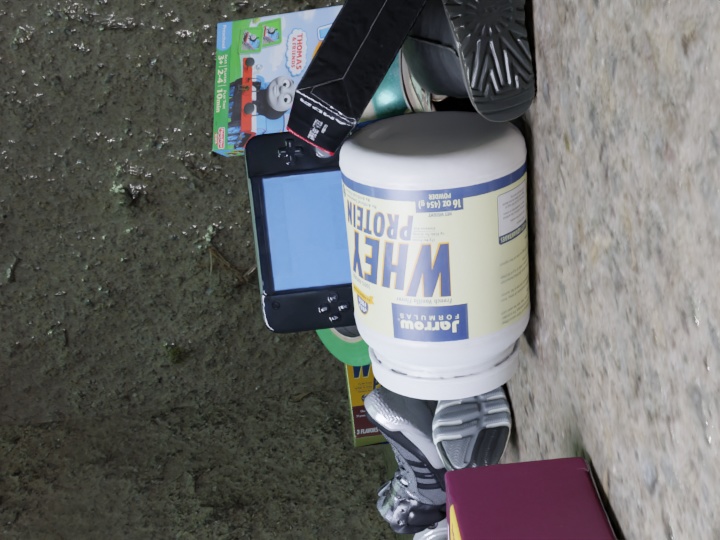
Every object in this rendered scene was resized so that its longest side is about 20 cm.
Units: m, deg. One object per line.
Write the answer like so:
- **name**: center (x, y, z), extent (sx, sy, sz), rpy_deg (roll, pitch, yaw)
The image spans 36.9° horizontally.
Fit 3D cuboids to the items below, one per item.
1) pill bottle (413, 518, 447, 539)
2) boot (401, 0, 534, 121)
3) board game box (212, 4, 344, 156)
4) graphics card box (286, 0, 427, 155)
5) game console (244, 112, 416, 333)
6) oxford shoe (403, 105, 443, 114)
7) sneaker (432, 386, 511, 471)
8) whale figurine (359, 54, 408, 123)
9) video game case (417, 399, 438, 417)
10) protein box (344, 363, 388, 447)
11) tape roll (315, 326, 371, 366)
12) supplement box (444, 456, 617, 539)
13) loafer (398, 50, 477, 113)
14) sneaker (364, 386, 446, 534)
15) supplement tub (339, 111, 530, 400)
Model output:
- **pill bottle**: center (0.108, 0.377, 1.223), extent (0.200, 0.104, 0.104), rpy_deg (-100, 4, -59)
- **boot**: center (0.075, -0.210, 0.842), extent (0.200, 0.072, 0.182), rpy_deg (-107, 11, -68)
- **board game box**: center (-0.070, -0.210, 1.197), extent (0.037, 0.200, 0.151), rpy_deg (14, -105, -64)
- **graphics card box**: center (-0.003, -0.157, 0.792), extent (0.126, 0.051, 0.200), rpy_deg (-60, 6, -2)
- **game console**: center (-0.019, -0.040, 1.025), extent (0.118, 0.170, 0.200), rpy_deg (-134, 38, -86)
- **oxford shoe**: center (0.089, -0.073, 1.059), extent (0.071, 0.071, 0.200), rpy_deg (-111, 3, -62)
- **sneaker**: center (0.113, 0.149, 1.080), extent (0.116, 0.075, 0.200), rpy_deg (76, -169, -45)
- **whale figurine**: center (0.062, -0.220, 1.119), extent (0.159, 0.104, 0.200), rpy_deg (52, -134, -46)
- **video game case**: center (0.088, 0.121, 1.233), extent (0.200, 0.025, 0.181), rpy_deg (-90, -20, -51)
- **protein box**: center (0.044, 0.186, 1.838), extent (0.199, 0.135, 0.200), rpy_deg (91, 172, -76)
- **tape roll**: center (0.000, 0.000, 1.157), extent (0.200, 0.048, 0.201), rpy_deg (23, 118, 55)
- **supplement box**: center (0.117, 0.247, 0.726), extent (0.131, 0.103, 0.200), rpy_deg (-98, 3, -61)
- **loafer**: center (0.088, -0.139, 0.984), extent (0.063, 0.072, 0.200), rpy_deg (143, 116, -66)
- **sneaker**: center (0.049, 0.205, 1.109), extent (0.200, 0.114, 0.076), rpy_deg (40, -166, -33)
- **supplement tub**: center (0.062, -0.014, 0.859), extent (0.145, 0.145, 0.200), rpy_deg (-102, 6, -67)
